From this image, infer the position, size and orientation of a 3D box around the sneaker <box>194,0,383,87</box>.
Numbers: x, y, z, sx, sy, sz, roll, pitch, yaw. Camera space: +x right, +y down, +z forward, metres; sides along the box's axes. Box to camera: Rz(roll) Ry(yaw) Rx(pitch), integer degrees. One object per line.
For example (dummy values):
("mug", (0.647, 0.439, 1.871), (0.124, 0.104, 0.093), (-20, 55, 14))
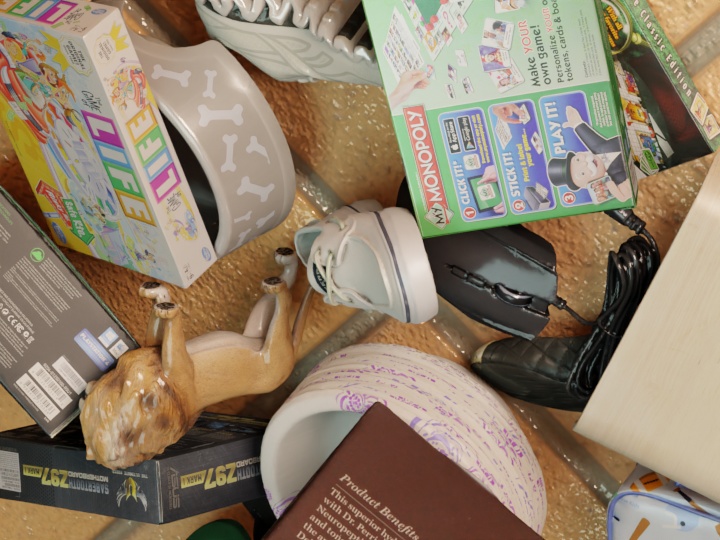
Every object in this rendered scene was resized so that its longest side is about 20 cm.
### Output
("sneaker", (-0.021, -0.150, 1.283), (0.199, 0.075, 0.081), (24, 145, 25))

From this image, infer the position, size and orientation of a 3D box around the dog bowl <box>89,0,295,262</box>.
("dog bowl", (-0.137, -0.089, 1.382), (0.199, 0.059, 0.201), (31, 146, 24))

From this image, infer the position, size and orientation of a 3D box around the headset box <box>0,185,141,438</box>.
("headset box", (-0.255, 0.022, 1.501), (0.174, 0.093, 0.200), (49, 171, -7))

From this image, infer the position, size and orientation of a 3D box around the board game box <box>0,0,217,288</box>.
("board game box", (-0.180, -0.089, 1.341), (0.134, 0.034, 0.201), (17, 139, 39))

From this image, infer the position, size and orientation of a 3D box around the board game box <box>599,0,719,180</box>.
("board game box", (0.124, -0.142, 1.212), (0.104, 0.023, 0.201), (-17, 112, 44))

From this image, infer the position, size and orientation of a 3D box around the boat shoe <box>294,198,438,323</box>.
("boat shoe", (0.000, 0.000, 1.296), (0.200, 0.066, 0.074), (-150, 44, -80))

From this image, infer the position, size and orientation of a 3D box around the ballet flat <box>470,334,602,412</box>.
("ballet flat", (0.155, 0.057, 1.336), (0.199, 0.057, 0.066), (-5, 149, 43))

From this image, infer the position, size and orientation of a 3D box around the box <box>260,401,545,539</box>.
("box", (-0.006, 0.232, 1.314), (0.166, 0.200, 0.165), (40, 137, 3))

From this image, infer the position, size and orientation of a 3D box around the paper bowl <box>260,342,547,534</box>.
("paper bowl", (0.037, 0.140, 1.431), (0.199, 0.104, 0.202), (18, 131, 22))

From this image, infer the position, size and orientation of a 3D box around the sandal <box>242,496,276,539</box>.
("sandal", (-0.056, 0.211, 1.574), (0.200, 0.045, 0.075), (50, 139, 5))

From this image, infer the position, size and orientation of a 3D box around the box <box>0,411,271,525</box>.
("box", (-0.159, 0.140, 1.518), (0.199, 0.157, 0.052), (3, 99, 41))

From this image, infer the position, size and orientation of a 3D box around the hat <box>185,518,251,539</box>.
("hat", (-0.066, 0.302, 1.638), (0.175, 0.167, 0.200), (25, -179, -28))

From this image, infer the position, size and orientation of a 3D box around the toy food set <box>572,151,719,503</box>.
("toy food set", (0.231, 0.047, 1.222), (0.142, 0.060, 0.201), (27, 115, 5))

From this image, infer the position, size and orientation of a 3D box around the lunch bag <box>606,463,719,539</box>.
("lunch bag", (0.259, 0.200, 1.345), (0.198, 0.076, 0.162), (17, 128, 26))

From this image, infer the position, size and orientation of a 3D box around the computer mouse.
("computer mouse", (0.094, -0.017, 1.282), (0.200, 0.046, 0.141), (42, 131, 24))

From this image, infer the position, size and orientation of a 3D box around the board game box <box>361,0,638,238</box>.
("board game box", (0.078, -0.122, 1.188), (0.133, 0.029, 0.202), (-7, 116, 16))

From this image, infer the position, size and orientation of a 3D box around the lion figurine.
("lion figurine", (-0.099, 0.063, 1.406), (0.072, 0.198, 0.124), (37, 133, 55))
